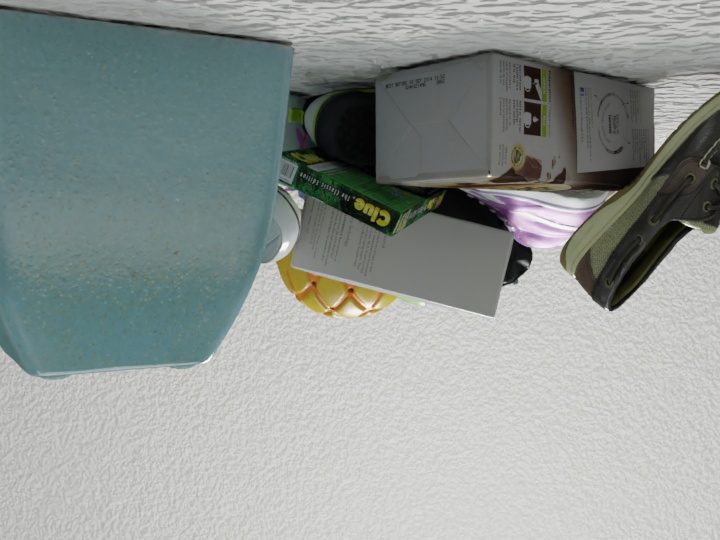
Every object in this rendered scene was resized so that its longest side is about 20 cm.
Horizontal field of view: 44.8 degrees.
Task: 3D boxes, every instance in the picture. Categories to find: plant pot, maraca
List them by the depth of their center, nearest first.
[{"bbox_3d":[-0.167,-0.040,0.570,0.193,0.204,0.195,-2,-177,-30],"label":"plant pot"},{"bbox_3d":[0.000,0.000,0.958,0.196,0.109,0.138,10,157,8],"label":"maraca"}]

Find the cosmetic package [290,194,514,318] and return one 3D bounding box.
[{"bbox_3d":[0.039,-0.018,0.844,0.196,0.086,0.108,13,180,0],"label":"cosmetic package"}]

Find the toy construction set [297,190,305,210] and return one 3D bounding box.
[{"bbox_3d":[-0.026,-0.095,1.035,0.091,0.132,0.200,32,162,7],"label":"toy construction set"}]

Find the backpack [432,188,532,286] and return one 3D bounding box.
[{"bbox_3d":[0.124,-0.045,1.014,0.163,0.154,0.200,41,-155,5],"label":"backpack"}]

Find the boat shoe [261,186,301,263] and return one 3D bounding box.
[{"bbox_3d":[-0.089,-0.050,0.784,0.066,0.074,0.199,-35,-168,-23],"label":"boat shoe"}]

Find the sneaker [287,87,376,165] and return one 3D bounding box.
[{"bbox_3d":[0.035,-0.122,0.722,0.197,0.073,0.083,4,-164,-32],"label":"sneaker"}]

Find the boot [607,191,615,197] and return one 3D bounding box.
[{"bbox_3d":[0.164,-0.121,0.847,0.197,0.071,0.146,19,161,-20],"label":"boot"}]

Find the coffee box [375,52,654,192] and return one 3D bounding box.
[{"bbox_3d":[0.119,-0.101,0.647,0.198,0.082,0.112,-2,-177,-41],"label":"coffee box"}]

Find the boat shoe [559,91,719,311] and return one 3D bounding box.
[{"bbox_3d":[0.233,-0.051,0.629,0.071,0.066,0.201,8,132,-50],"label":"boat shoe"}]

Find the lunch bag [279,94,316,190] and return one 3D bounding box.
[{"bbox_3d":[-0.102,-0.115,0.817,0.157,0.079,0.200,1,-177,9],"label":"lunch bag"}]

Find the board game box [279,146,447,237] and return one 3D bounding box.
[{"bbox_3d":[0.006,-0.072,0.711,0.104,0.024,0.200,29,-164,9],"label":"board game box"}]

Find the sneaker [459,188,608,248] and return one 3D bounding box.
[{"bbox_3d":[0.125,-0.074,0.821,0.198,0.073,0.115,22,153,11],"label":"sneaker"}]
